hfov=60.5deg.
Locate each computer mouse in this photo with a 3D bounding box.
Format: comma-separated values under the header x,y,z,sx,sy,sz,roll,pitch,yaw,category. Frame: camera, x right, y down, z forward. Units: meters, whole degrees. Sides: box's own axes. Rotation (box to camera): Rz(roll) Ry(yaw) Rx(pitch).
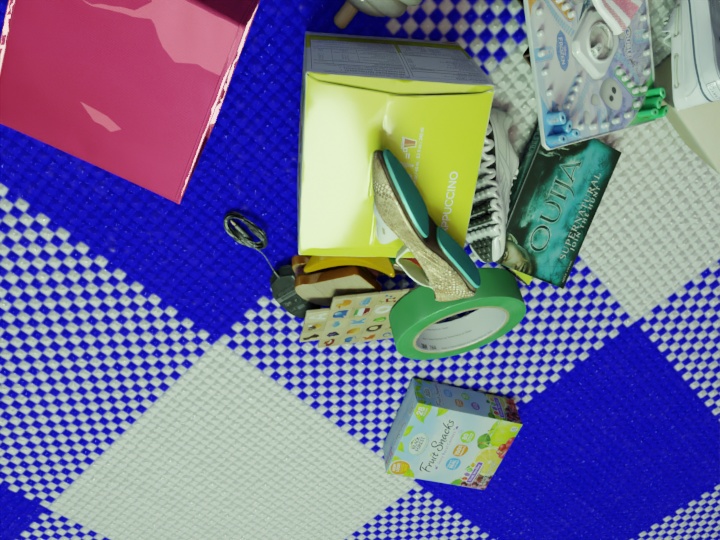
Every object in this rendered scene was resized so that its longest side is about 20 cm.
x,y,z,sx,sy,sz,roll,pitch,yaw,category
-0.125,-0.009,0.897,0.058,0.034,0.202,-23,117,28,computer mouse

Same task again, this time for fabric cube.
x,y,z,sx,sy,sz,roll,pitch,yaw,category
-0.234,-0.231,0.652,0.195,0.202,0.199,22,117,-16,fabric cube

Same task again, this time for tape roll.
x,y,z,sx,sy,sz,roll,pitch,yaw,category
0.140,0.067,0.900,0.195,0.049,0.202,-12,151,-6,tape roll

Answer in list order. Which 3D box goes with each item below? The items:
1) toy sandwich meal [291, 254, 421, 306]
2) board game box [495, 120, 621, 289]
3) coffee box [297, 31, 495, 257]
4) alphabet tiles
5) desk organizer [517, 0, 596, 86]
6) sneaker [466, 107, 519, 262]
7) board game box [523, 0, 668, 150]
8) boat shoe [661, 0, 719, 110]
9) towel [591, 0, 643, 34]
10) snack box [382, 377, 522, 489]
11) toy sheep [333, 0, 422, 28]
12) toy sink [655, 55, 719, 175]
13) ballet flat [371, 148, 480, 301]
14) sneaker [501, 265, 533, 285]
x,y,z,sx,sy,sz,roll,pitch,yaw,category
0.000,0.000,0.836,0.199,0.072,0.206,3,165,1,toy sandwich meal
0.262,-0.090,0.844,0.132,0.028,0.205,17,99,-23,board game box
0.025,-0.150,0.726,0.194,0.200,0.204,2,121,-7,coffee box
0.010,0.071,0.908,0.194,0.006,0.167,-6,152,-15,alphabet tiles
0.209,-0.305,0.711,0.199,0.071,0.078,41,73,-25,desk organizer
0.172,-0.114,0.800,0.079,0.075,0.207,-5,91,-29,sneaker
0.271,-0.257,0.696,0.196,0.026,0.206,-17,103,-26,board game box
0.384,-0.286,0.720,0.072,0.206,0.066,20,158,-33,boat shoe
0.289,-0.381,0.662,0.146,0.030,0.202,41,75,-26,towel
0.156,0.289,1.077,0.195,0.068,0.172,13,119,-11,snack box
0.032,-0.345,0.657,0.136,0.140,0.199,33,128,-23,toy sheep
0.484,-0.248,0.770,0.129,0.113,0.199,37,116,-24,toy sink
0.054,-0.035,0.648,0.064,0.071,0.201,-26,120,26,ballet flat
0.194,-0.068,0.879,0.199,0.074,0.082,38,94,-26,sneaker
